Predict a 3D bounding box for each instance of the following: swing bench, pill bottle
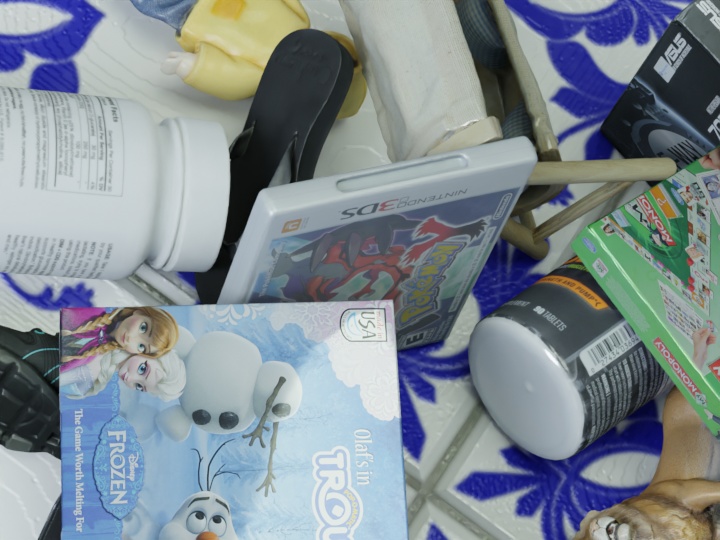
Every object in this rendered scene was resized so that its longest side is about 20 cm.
[{"bbox_3d":[0.072,-0.131,1.689,0.199,0.129,0.200,9,57,-46],"label":"swing bench"},{"bbox_3d":[0.173,0.031,1.699,0.199,0.106,0.106,-33,79,-31],"label":"pill bottle"},{"bbox_3d":[-0.187,-0.053,1.604,0.198,0.113,0.114,5,63,-18],"label":"pill bottle"}]

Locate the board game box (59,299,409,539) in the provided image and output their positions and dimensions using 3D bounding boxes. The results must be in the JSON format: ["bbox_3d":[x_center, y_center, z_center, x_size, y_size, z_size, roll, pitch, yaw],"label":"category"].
[{"bbox_3d":[-0.073,0.118,1.496,0.197,0.043,0.202,-1,67,-6],"label":"board game box"}]

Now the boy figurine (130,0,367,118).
[{"bbox_3d":[-0.084,-0.163,1.728,0.199,0.065,0.125,37,55,3],"label":"boy figurine"}]

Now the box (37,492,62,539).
[{"bbox_3d":[-0.118,0.240,1.519,0.199,0.050,0.158,27,57,-6],"label":"box"}]

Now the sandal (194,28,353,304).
[{"bbox_3d":[-0.064,-0.060,1.653,0.076,0.043,0.202,9,79,31],"label":"sandal"}]

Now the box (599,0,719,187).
[{"bbox_3d":[0.249,-0.084,1.727,0.043,0.200,0.160,-39,83,-19],"label":"box"}]

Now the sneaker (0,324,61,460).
[{"bbox_3d":[-0.175,0.075,1.580,0.199,0.075,0.080,31,44,-10],"label":"sneaker"}]

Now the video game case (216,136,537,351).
[{"bbox_3d":[0.000,0.000,1.595,0.181,0.200,0.023,-13,61,-25],"label":"video game case"}]

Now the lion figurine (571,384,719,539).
[{"bbox_3d":[0.214,0.123,1.677,0.073,0.122,0.201,57,43,-30],"label":"lion figurine"}]

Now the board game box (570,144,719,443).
[{"bbox_3d":[0.241,0.029,1.645,0.134,0.029,0.201,-29,77,-32],"label":"board game box"}]
